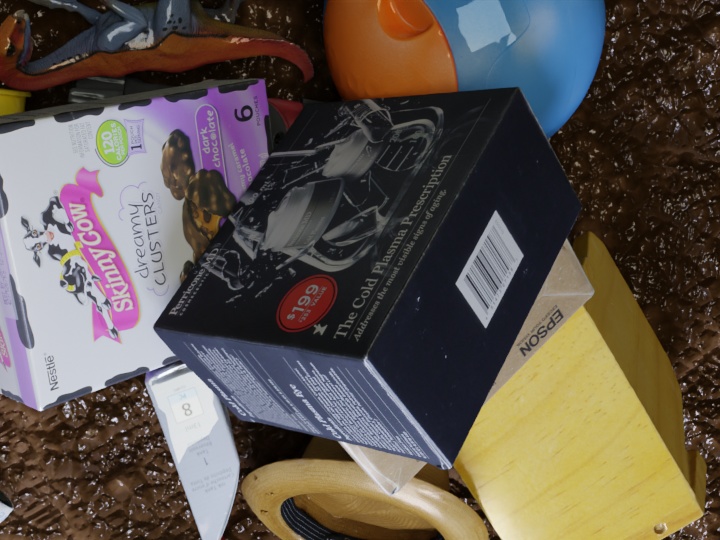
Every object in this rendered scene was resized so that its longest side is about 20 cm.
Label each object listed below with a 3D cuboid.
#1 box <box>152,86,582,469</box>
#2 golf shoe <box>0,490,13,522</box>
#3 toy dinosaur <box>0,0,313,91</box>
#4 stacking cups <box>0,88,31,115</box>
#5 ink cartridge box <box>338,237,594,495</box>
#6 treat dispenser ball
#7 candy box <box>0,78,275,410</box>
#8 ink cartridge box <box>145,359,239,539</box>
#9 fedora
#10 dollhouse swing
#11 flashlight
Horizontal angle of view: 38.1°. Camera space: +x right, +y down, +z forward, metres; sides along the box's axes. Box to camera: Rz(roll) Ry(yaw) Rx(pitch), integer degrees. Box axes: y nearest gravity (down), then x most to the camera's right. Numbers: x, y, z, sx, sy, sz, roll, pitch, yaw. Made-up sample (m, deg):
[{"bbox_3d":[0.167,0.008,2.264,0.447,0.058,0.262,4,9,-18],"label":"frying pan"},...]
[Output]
[{"bbox_3d":[0.006,-0.003,0.643,0.104,0.181,0.201,52,56,-35],"label":"box"},{"bbox_3d":[-0.306,0.200,0.772,0.096,0.078,0.203,-2,99,-18],"label":"golf shoe"},{"bbox_3d":[-0.154,-0.164,0.718,0.200,0.105,0.182,44,72,0],"label":"toy dinosaur"},{"bbox_3d":[-0.277,-0.031,0.752,0.060,0.060,0.203,6,97,-13],"label":"stacking cups"},{"bbox_3d":[0.036,0.031,0.734,0.200,0.165,0.075,-43,123,-7],"label":"ink cartridge box"},{"bbox_3d":[0.072,-0.172,0.738,0.198,0.201,0.204,-2,98,-12],"label":"treat dispenser ball"},{"bbox_3d":[-0.147,-0.025,0.672,0.199,0.071,0.170,-19,109,-40],"label":"candy box"},{"bbox_3d":[-0.104,0.144,0.762,0.047,0.160,0.202,-20,102,-8],"label":"ink cartridge box"},{"bbox_3d":[0.009,0.167,0.806,0.199,0.201,0.082,28,54,-14],"label":"fedora"},{"bbox_3d":[0.161,0.097,0.830,0.181,0.176,0.201,-31,104,9],"label":"dollhouse swing"},{"bbox_3d":[-0.115,-0.104,0.775,0.198,0.068,0.069,6,92,-14],"label":"flashlight"}]
